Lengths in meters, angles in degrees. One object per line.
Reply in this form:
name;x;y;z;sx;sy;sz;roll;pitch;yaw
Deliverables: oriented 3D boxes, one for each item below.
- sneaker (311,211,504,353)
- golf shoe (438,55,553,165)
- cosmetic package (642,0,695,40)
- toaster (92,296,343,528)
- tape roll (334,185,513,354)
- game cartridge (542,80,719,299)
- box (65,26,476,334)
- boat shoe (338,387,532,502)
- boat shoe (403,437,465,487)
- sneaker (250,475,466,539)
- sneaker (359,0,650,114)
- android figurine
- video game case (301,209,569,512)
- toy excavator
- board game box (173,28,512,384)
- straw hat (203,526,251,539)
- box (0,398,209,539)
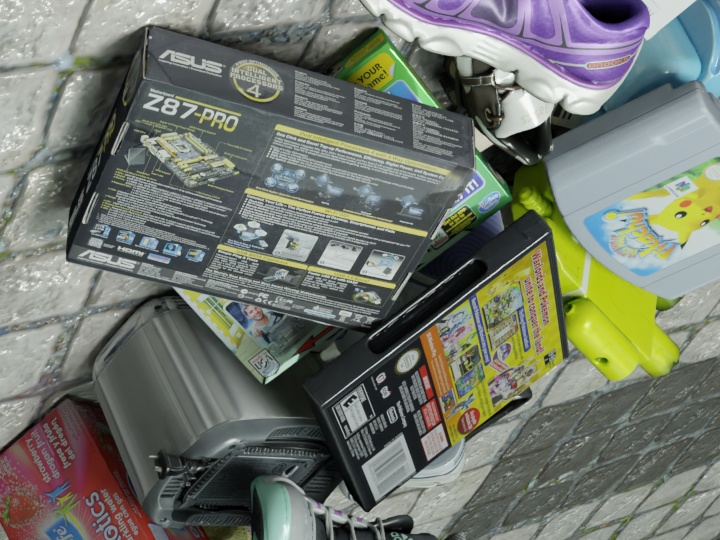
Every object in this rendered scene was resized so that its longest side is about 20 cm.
sneaker;-0.001;0.000;1.406;0.198;0.081;0.115;-5;160;-6
golf shoe;0.089;-0.137;1.261;0.078;0.095;0.200;-30;153;-3
cosmetic package;0.166;-0.236;1.175;0.151;0.052;0.200;-40;140;12
toaster;-0.095;0.096;1.413;0.199;0.129;0.114;7;133;-48
tape roll;0.079;0.026;1.565;0.202;0.071;0.203;-26;153;-14
game cartridge;0.210;-0.047;1.404;0.133;0.041;0.200;-23;144;25
box;-0.054;-0.046;1.209;0.199;0.049;0.161;14;138;-16
boat shoe;0.066;0.144;1.763;0.200;0.066;0.070;-41;153;16
boat shoe;-0.020;0.125;1.535;0.201;0.075;0.086;5;154;9
sneaker;0.001;0.182;1.385;0.139;0.078;0.200;-4;159;2
sneaker;0.071;-0.163;1.153;0.199;0.081;0.084;20;123;-23
android figurine;0.170;-0.015;1.493;0.041;0.183;0.200;-17;132;33
video game case;0.054;0.063;1.353;0.180;0.026;0.200;-37;155;-9
toy excavator;0.156;-0.118;1.396;0.199;0.100;0.195;9;135;-35
board game box;-0.025;-0.036;1.296;0.200;0.029;0.135;-37;116;10
straw hat;-0.126;0.210;1.541;0.200;0.201;0.085;-9;138;-40
box;-0.165;0.198;1.441;0.095;0.200;0.100;-39;153;12
